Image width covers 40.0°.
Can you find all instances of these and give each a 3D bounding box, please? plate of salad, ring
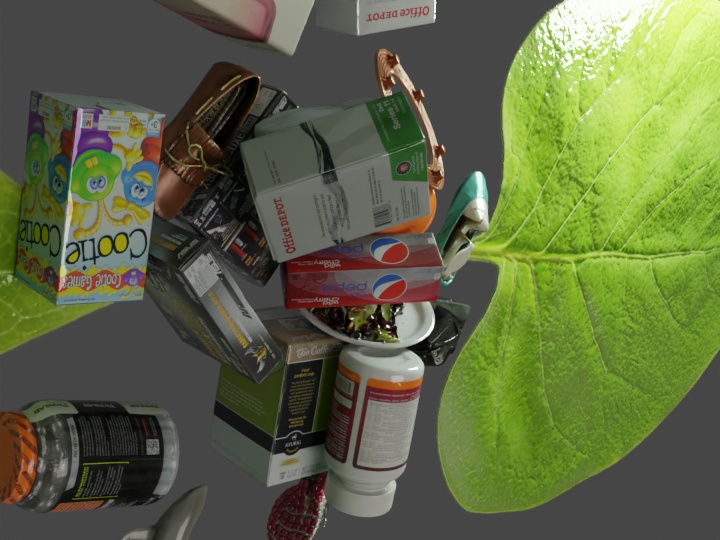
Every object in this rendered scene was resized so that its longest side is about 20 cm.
[{"bbox_3d":[0.006,0.034,1.311,0.199,0.200,0.048,-14,133,-41],"label":"plate of salad"},{"bbox_3d":[0.071,-0.202,1.310,0.201,0.019,0.201,56,22,-35],"label":"ring"}]

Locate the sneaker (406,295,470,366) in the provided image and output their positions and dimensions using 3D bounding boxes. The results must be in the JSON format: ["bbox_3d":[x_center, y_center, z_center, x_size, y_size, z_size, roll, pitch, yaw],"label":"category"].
[{"bbox_3d":[0.091,0.091,1.513,0.199,0.076,0.115,15,90,-53],"label":"sneaker"}]

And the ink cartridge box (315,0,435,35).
[{"bbox_3d":[0.021,-0.402,1.223,0.144,0.084,0.202,-20,121,-38],"label":"ink cartridge box"}]

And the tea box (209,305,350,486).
[{"bbox_3d":[-0.076,0.157,1.328,0.199,0.133,0.198,-3,110,-45],"label":"tea box"}]

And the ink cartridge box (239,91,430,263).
[{"bbox_3d":[-0.027,-0.104,1.139,0.198,0.084,0.147,-18,149,-5],"label":"ink cartridge box"}]

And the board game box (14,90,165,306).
[{"bbox_3d":[-0.286,-0.076,1.036,0.103,0.105,0.202,-4,109,-44],"label":"board game box"}]

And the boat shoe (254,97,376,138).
[{"bbox_3d":[-0.042,-0.158,1.199,0.199,0.072,0.071,-17,122,-38],"label":"boat shoe"}]

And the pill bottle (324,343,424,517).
[{"bbox_3d":[0.012,0.201,1.257,0.109,0.109,0.202,-5,110,-44],"label":"pill bottle"}]

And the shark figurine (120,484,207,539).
[{"bbox_3d":[-0.244,0.405,1.301,0.128,0.089,0.216,-14,115,-40],"label":"shark figurine"}]

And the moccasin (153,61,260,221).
[{"bbox_3d":[-0.179,-0.145,1.134,0.202,0.077,0.074,-55,136,-13],"label":"moccasin"}]

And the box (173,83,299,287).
[{"bbox_3d":[-0.122,-0.103,1.232,0.201,0.050,0.158,-57,137,-11],"label":"box"}]

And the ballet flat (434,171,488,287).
[{"bbox_3d":[0.158,-0.057,1.521,0.067,0.070,0.201,41,77,-46],"label":"ballet flat"}]

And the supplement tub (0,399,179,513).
[{"bbox_3d":[-0.315,0.208,1.115,0.199,0.122,0.123,10,100,-47],"label":"supplement tub"}]

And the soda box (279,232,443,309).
[{"bbox_3d":[0.000,0.000,1.246,0.198,0.070,0.064,-3,133,-10],"label":"soda box"}]

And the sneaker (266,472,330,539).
[{"bbox_3d":[-0.064,0.334,1.459,0.201,0.080,0.075,-59,149,-3],"label":"sneaker"}]

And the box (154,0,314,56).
[{"bbox_3d":[-0.157,-0.321,1.045,0.199,0.127,0.110,20,93,-47],"label":"box"}]

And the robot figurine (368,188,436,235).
[{"bbox_3d":[0.040,-0.099,1.326,0.116,0.144,0.200,-36,167,8],"label":"robot figurine"}]

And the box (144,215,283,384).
[{"bbox_3d":[-0.191,0.028,1.138,0.048,0.158,0.201,-47,134,-22],"label":"box"}]
